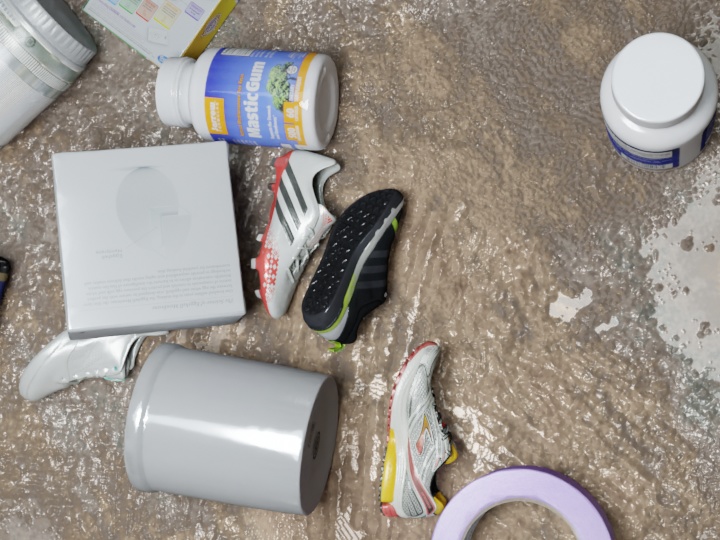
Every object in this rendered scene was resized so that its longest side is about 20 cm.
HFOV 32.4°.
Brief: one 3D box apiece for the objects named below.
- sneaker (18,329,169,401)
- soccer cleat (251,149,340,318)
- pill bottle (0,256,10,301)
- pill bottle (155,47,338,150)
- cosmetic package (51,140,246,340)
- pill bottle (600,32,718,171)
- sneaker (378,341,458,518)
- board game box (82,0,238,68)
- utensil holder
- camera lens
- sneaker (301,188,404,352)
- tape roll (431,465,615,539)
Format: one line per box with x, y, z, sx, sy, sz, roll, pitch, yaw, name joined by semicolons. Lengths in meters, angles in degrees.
-0.320;0.107;1.492;0.200;0.075;0.089;-39;82;5;sneaker
-0.072;-0.042;1.446;0.085;0.069;0.201;6;81;18;soccer cleat
-0.510;0.070;1.521;0.111;0.112;0.201;15;89;15;pill bottle
-0.134;-0.203;1.452;0.199;0.112;0.113;5;86;14;pill bottle
-0.245;-0.031;1.425;0.198;0.123;0.201;-5;81;-12;cosmetic package
0.311;-0.177;1.292;0.119;0.200;0.121;-1;84;13;pill bottle
0.072;0.179;1.389;0.082;0.078;0.201;6;95;11;sneaker
-0.226;-0.357;1.528;0.153;0.040;0.200;38;94;15;board game box
-0.139;0.180;1.391;0.199;0.170;0.171;8;87;12;utensil holder
-0.443;-0.255;1.510;0.200;0.160;0.160;-40;77;7;camera lens
0.000;0.000;1.430;0.072;0.083;0.201;10;64;48;sneaker
0.178;0.315;1.348;0.199;0.066;0.201;-2;83;14;tape roll
